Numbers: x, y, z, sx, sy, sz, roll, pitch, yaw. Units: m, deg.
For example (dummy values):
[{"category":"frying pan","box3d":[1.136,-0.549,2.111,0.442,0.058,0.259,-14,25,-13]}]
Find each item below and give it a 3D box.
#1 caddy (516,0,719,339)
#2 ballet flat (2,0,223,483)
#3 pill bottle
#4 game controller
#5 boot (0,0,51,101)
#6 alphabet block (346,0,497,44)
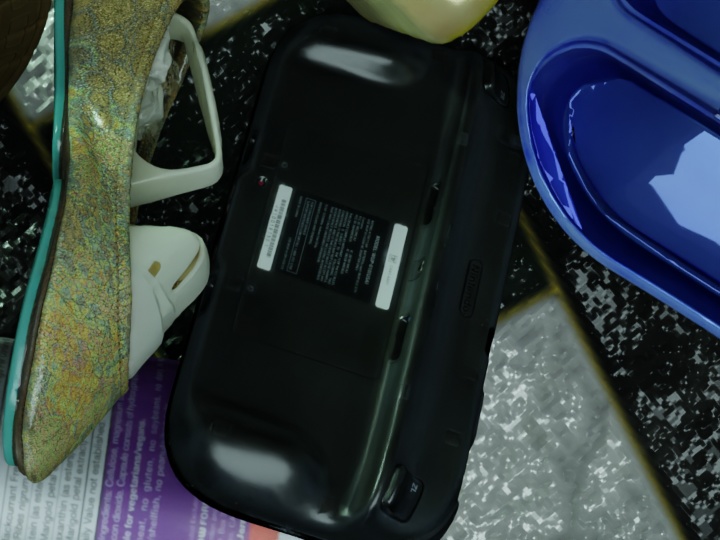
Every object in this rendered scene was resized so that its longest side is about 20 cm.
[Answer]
[{"category":"caddy","box3d":[0.150,-0.045,0.779,0.199,0.105,0.142,32,97,7]},{"category":"ballet flat","box3d":[-0.080,-0.022,0.760,0.070,0.071,0.201,6,59,-6]},{"category":"pill bottle","box3d":[-0.117,0.082,0.798,0.199,0.111,0.112,8,100,-6]},{"category":"game controller","box3d":[0.000,0.000,0.782,0.104,0.042,0.201,14,61,0]},{"category":"boot","box3d":[-0.175,-0.150,0.761,0.073,0.200,0.156,-29,63,-24]},{"category":"alphabet block","box3d":[0.008,-0.212,0.709,0.200,0.195,0.197,42,93,-10]}]
